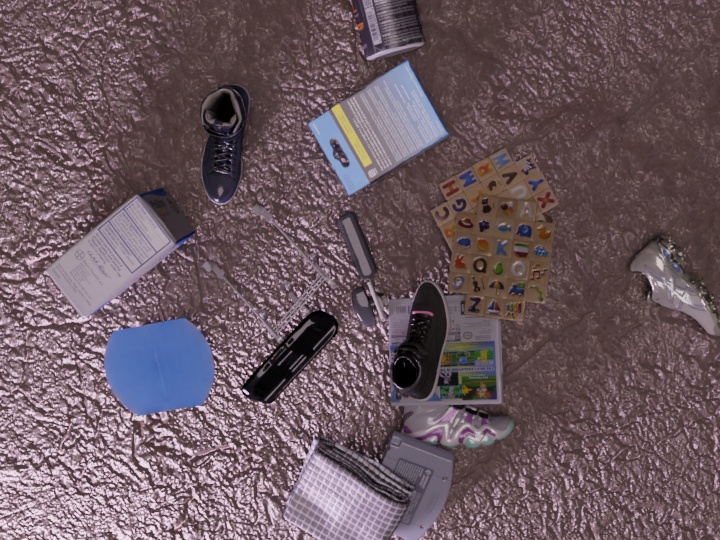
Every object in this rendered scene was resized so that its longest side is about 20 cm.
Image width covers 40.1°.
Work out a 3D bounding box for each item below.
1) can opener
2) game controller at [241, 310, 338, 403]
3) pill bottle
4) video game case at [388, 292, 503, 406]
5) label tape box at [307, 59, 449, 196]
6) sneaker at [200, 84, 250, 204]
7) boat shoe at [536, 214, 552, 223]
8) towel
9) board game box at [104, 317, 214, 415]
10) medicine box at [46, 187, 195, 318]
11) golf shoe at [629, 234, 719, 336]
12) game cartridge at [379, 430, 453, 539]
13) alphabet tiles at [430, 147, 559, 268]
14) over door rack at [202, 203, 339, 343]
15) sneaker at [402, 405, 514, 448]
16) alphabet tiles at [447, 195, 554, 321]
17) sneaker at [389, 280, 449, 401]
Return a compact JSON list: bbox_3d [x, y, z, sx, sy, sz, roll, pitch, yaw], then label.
[{"bbox_3d":[0.000,0.000,1.699,0.065,0.053,0.203,-17,97,4],"label":"can opener"},{"bbox_3d":[-0.120,0.149,1.698,0.200,0.104,0.042,-47,56,5],"label":"game controller"},{"bbox_3d":[0.034,-0.456,1.614,0.104,0.106,0.204,-14,97,3],"label":"pill bottle"},{"bbox_3d":[0.143,0.135,1.678,0.196,0.022,0.186,-4,82,21],"label":"video game case"},{"bbox_3d":[0.030,-0.239,1.663,0.198,0.063,0.146,-30,96,4],"label":"label tape box"},{"bbox_3d":[-0.231,-0.207,1.631,0.075,0.146,0.206,8,99,-2],"label":"sneaker"},{"bbox_3d":[0.255,-0.014,1.691,0.071,0.072,0.202,28,96,10],"label":"boat shoe"},{"bbox_3d":[-0.024,0.397,1.694,0.198,0.086,0.167,29,119,7],"label":"towel"},{"bbox_3d":[-0.349,0.165,1.735,0.196,0.039,0.161,-10,102,7],"label":"board game box"},{"bbox_3d":[-0.392,-0.035,1.635,0.199,0.182,0.104,-37,96,6],"label":"medicine box"},{"bbox_3d":[0.545,0.039,1.699,0.097,0.078,0.201,-36,90,22],"label":"golf shoe"},{"bbox_3d":[0.086,0.381,1.725,0.131,0.041,0.202,22,119,3],"label":"game cartridge"},{"bbox_3d":[0.227,-0.107,1.675,0.198,0.006,0.168,-28,75,6],"label":"alphabet tiles"},{"bbox_3d":[-0.150,0.006,1.702,0.200,0.067,0.148,44,97,9],"label":"over door rack"},{"bbox_3d":[0.164,0.234,1.715,0.196,0.078,0.143,-9,98,1],"label":"sneaker"},{"bbox_3d":[0.234,-0.021,1.644,0.163,0.006,0.204,6,81,13],"label":"alphabet tiles"},{"bbox_3d":[0.098,0.113,1.633,0.069,0.099,0.204,4,84,23],"label":"sneaker"}]
